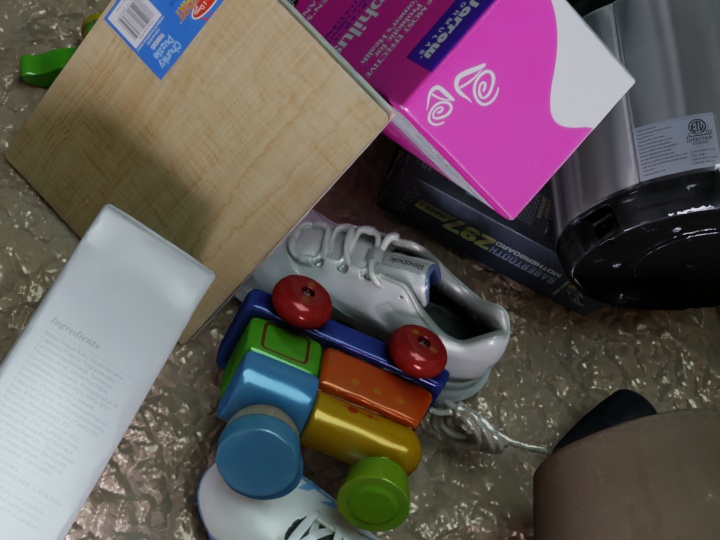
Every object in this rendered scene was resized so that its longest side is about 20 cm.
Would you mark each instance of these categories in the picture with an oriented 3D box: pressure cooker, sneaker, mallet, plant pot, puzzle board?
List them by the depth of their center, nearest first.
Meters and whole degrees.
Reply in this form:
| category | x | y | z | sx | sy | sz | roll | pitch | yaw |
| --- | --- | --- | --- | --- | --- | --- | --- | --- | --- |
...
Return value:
| category | x | y | z | sx | sy | sz | roll | pitch | yaw |
| --- | --- | --- | --- | --- | --- | --- | --- | --- | --- |
| plant pot | 0.166 | 0.172 | 0.820 | 0.200 | 0.200 | 0.175 | -5 | 66 | -25 |
| sneaker | -0.002 | 0.166 | 0.825 | 0.200 | 0.072 | 0.072 | 42 | 59 | 1 |
| puzzle board | -0.091 | -0.073 | 0.831 | 0.151 | 0.200 | 0.017 | 46 | 34 | 3 |
| sneaker | 0.000 | 0.000 | 0.894 | 0.200 | 0.087 | 0.075 | 27 | 61 | -8 |
| pressure cooker | 0.192 | -0.095 | 0.905 | 0.175 | 0.179 | 0.201 | 3 | 67 | -19 |
| mallet | 0.201 | 0.158 | 0.938 | 0.200 | 0.041 | 0.066 | 46 | 61 | -3 |

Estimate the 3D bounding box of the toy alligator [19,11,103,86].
| category | x | y | z | sx | sy | sz | roll | pitch | yaw |
| --- | --- | --- | --- | --- | --- | --- | --- | --- | --- |
| toy alligator | -0.098 | -0.123 | 0.928 | 0.199 | 0.054 | 0.059 | 2 | 66 | -22 |

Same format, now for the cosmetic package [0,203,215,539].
| category | x | y | z | sx | sy | sz | roll | pitch | yaw |
| --- | --- | --- | --- | --- | --- | --- | --- | --- | --- |
| cosmetic package | -0.156 | 0.076 | 0.785 | 0.074 | 0.102 | 0.200 | 33 | 60 | -6 |

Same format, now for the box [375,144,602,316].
| category | x | y | z | sx | sy | sz | roll | pitch | yaw |
| --- | --- | --- | --- | --- | --- | --- | --- | --- | --- |
| box | 0.113 | -0.092 | 1.005 | 0.157 | 0.051 | 0.200 | 26 | 59 | -10 |

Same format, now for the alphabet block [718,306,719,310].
| category | x | y | z | sx | sy | sz | roll | pitch | yaw |
| --- | --- | --- | --- | --- | --- | --- | --- | --- | --- |
| alphabet block | 0.357 | -0.020 | 0.995 | 0.199 | 0.195 | 0.197 | 2 | 64 | -24 |

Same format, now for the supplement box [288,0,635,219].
| category | x | y | z | sx | sy | sz | roll | pitch | yaw |
| --- | --- | --- | --- | --- | --- | --- | --- | --- | --- |
| supplement box | 0.042 | -0.124 | 0.868 | 0.101 | 0.200 | 0.103 | -49 | 125 | -1 |

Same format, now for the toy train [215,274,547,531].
| category | x | y | z | sx | sy | sz | roll | pitch | yaw |
| --- | --- | --- | --- | --- | --- | --- | --- | --- | --- |
| toy train | 0.016 | 0.093 | 0.837 | 0.200 | 0.085 | 0.116 | 24 | 34 | -11 |
